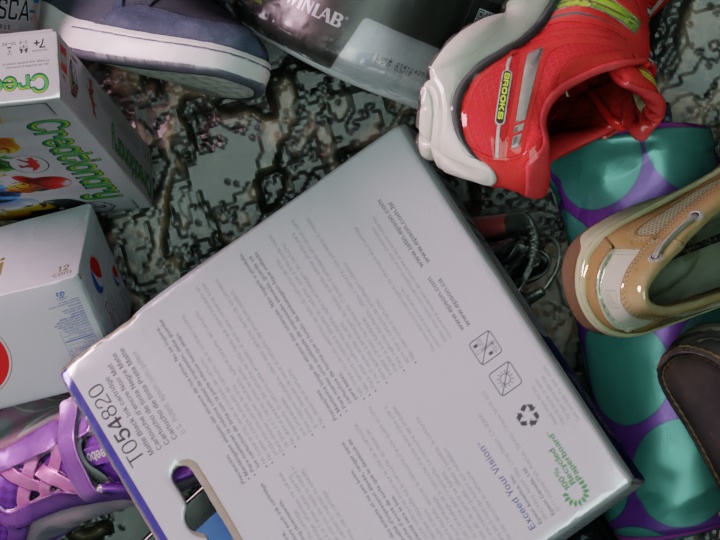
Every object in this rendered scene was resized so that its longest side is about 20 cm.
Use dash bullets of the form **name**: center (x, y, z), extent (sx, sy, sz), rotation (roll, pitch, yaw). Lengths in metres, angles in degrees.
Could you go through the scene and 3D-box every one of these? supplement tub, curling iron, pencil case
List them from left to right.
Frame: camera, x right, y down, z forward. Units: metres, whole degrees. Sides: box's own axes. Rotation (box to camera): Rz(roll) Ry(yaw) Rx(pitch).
- **curling iron**: center (0.000, 0.000, 1.317), extent (0.200, 0.026, 0.050), rotation (-1, 72, 27)
- **supplement tub**: center (0.034, -0.181, 1.276), extent (0.122, 0.123, 0.200), rotation (25, 98, 2)
- **pencil case**: center (0.137, 0.026, 1.308), extent (0.092, 0.085, 0.201), rotation (-4, 99, 42)

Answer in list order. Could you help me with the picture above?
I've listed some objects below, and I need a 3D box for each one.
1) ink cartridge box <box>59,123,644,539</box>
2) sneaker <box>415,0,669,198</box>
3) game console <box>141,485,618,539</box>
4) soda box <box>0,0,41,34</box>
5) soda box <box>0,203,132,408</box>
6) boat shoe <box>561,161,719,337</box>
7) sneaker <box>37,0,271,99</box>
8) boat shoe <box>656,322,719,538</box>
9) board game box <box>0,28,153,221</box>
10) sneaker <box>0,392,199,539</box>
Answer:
- **ink cartridge box**: center (-0.006, 0.070, 1.260), extent (0.200, 0.041, 0.200), rotation (-34, 75, 9)
- **sneaker**: center (0.106, -0.093, 1.258), extent (0.085, 0.200, 0.077), rotation (29, 142, 22)
- **game console**: center (0.010, 0.155, 1.279), extent (0.200, 0.172, 0.119), rotation (-43, 128, 11)
- **soda box**: center (-0.240, -0.142, 1.293), extent (0.200, 0.064, 0.069), rotation (14, 100, 34)
- **soda box**: center (-0.214, 0.033, 1.340), extent (0.200, 0.068, 0.064), rotation (-14, 121, 9)
- **boat shoe**: center (0.188, -0.023, 1.237), extent (0.200, 0.076, 0.072), rotation (-31, 104, -22)
- **sneaker**: center (-0.092, -0.161, 1.268), extent (0.077, 0.202, 0.147), rotation (16, 95, -38)
- **boat shoe**: center (0.196, 0.109, 1.215), extent (0.073, 0.075, 0.200), rotation (-32, 75, -35)
- **board game box**: center (-0.176, -0.061, 1.272), extent (0.126, 0.200, 0.035), rotation (-6, 77, 7)
- **sneaker**: center (-0.133, 0.087, 1.341), extent (0.200, 0.088, 0.081), rotation (-22, 95, 9)
